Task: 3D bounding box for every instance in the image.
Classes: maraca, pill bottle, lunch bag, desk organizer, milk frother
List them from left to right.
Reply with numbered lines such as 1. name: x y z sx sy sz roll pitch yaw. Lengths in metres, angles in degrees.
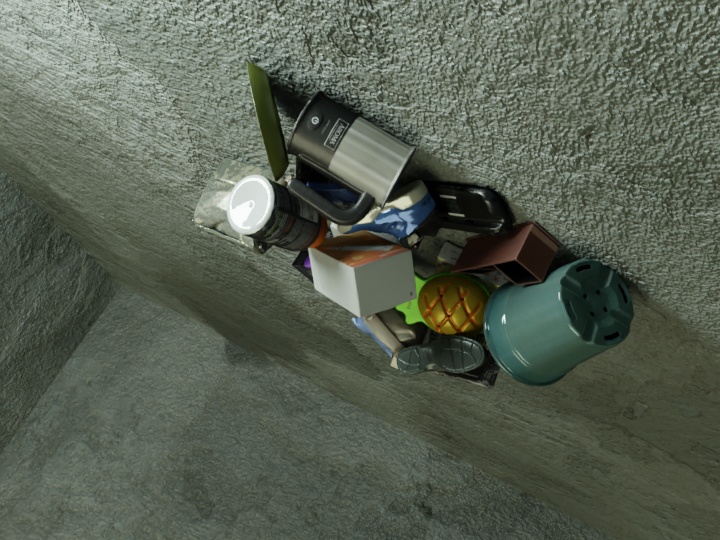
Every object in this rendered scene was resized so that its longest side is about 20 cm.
1. lunch bag: -0.260 -0.137 1.580 0.199 0.169 0.140 22 158 25
2. pill bottle: -0.139 -0.094 1.274 0.106 0.107 0.200 18 179 32
3. milk frother: -0.025 -0.180 1.209 0.187 0.181 0.200 31 -167 1
4. maraca: 0.163 0.065 1.380 0.198 0.107 0.139 9 111 18
5. desk organizer: 0.252 -0.020 1.255 0.072 0.077 0.200 37 159 -17

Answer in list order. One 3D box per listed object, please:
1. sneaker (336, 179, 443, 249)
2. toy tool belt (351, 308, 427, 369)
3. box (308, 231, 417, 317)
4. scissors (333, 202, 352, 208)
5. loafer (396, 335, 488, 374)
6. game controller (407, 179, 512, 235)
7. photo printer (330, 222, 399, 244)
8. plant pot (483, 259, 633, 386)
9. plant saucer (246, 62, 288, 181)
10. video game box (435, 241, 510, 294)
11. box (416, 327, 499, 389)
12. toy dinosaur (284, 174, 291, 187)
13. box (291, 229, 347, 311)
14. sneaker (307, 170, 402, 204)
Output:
1. sneaker: 0.055 -0.076 1.264 0.199 0.077 0.112 -21 112 34
2. toy tool belt: 0.038 0.108 1.497 0.200 0.124 0.123 42 120 20
3. box: 0.000 0.000 1.332 0.200 0.123 0.098 27 130 58
4. scissors: 0.041 -0.104 1.343 0.199 0.014 0.073 18 173 -41
5. loafer: 0.166 0.167 1.388 0.199 0.073 0.063 -11 169 36
6. game controller: 0.169 -0.111 1.234 0.199 0.042 0.105 12 138 41
7. photo printer: 0.028 -0.044 1.530 0.165 0.070 0.200 23 158 21
8. plant pot: 0.348 0.083 1.220 0.199 0.201 0.196 34 152 -8
9. plant saucer: -0.152 -0.252 1.196 0.031 0.202 0.200 -13 154 -1
10. video game box: 0.241 0.037 1.454 0.181 0.047 0.200 24 159 14
11. box: 0.206 0.142 1.447 0.199 0.159 0.050 9 163 48
12. toy dinosaur: -0.099 -0.142 1.465 0.135 0.086 0.200 37 156 -14
13. box: -0.043 0.004 1.689 0.200 0.107 0.122 41 160 -27
14. sneaker: -0.015 -0.167 1.321 0.198 0.079 0.070 4 152 9
